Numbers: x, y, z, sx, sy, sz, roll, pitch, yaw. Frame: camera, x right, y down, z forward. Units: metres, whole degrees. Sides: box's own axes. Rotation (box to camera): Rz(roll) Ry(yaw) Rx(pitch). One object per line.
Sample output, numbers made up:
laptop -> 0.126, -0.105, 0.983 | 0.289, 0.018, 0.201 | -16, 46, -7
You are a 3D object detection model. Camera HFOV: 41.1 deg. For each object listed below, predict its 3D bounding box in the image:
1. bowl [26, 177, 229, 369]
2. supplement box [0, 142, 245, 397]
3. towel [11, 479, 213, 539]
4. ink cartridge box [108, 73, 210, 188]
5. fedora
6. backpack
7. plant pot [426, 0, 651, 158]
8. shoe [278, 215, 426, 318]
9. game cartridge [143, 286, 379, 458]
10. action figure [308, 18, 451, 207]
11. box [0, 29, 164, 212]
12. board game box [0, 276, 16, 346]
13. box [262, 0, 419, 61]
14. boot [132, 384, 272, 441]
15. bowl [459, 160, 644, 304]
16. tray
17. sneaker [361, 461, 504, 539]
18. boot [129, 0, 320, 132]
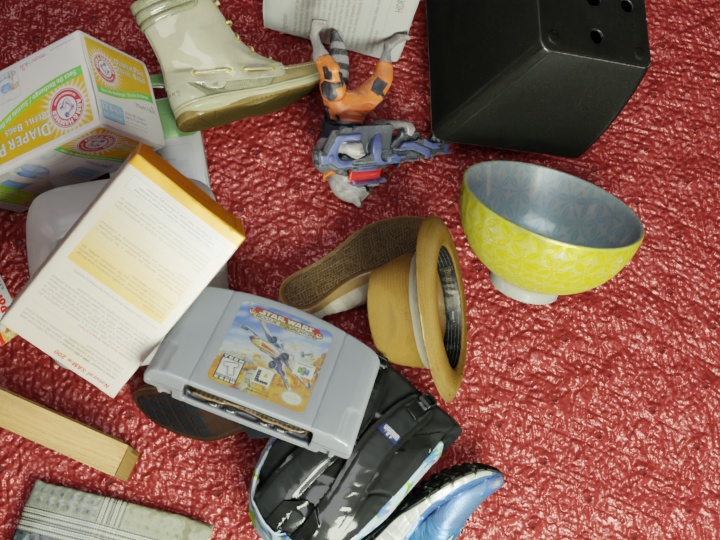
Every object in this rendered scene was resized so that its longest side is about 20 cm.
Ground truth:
bowl -> -0.235, 0.010, 0.970 | 0.200, 0.075, 0.200 | -6, 107, -7
supplement box -> -0.218, -0.001, 0.892 | 0.126, 0.074, 0.200 | 39, 96, -18
towel -> -0.264, 0.326, 0.962 | 0.200, 0.035, 0.193 | 15, 72, 1
ink cartridge box -> -0.220, -0.111, 1.054 | 0.104, 0.059, 0.200 | -10, 77, -7
fedora -> 0.057, 0.041, 0.988 | 0.082, 0.201, 0.201 | -5, 76, 16
backpack -> -0.024, 0.198, 0.966 | 0.163, 0.154, 0.200 | 37, 54, 2
plant pot -> 0.203, -0.254, 1.045 | 0.200, 0.177, 0.200 | 5, 76, -23
shoe -> 0.000, 0.000, 1.057 | 0.200, 0.053, 0.070 | -26, 59, -15
game cartridge -> -0.086, 0.088, 0.905 | 0.200, 0.042, 0.133 | 20, 48, 0
action figure -> 0.007, -0.168, 1.072 | 0.200, 0.105, 0.194 | 0, 99, -43
box -> -0.320, -0.147, 0.986 | 0.200, 0.112, 0.101 | -20, 77, 19
board game box -> -0.440, -0.008, 0.941 | 0.151, 0.046, 0.200 | -14, 106, 19
box -> -0.005, -0.376, 1.068 | 0.171, 0.200, 0.199 | 14, 76, -4
boot -> -0.137, 0.118, 0.987 | 0.200, 0.075, 0.097 | -1, 36, 31
bowl -> 0.192, -0.029, 1.038 | 0.200, 0.200, 0.108 | 13, 119, -2
tray -> -0.323, 0.153, 0.959 | 0.200, 0.099, 0.037 | 24, 74, 1
sneaker -> 0.072, 0.275, 0.987 | 0.200, 0.079, 0.089 | -39, 90, -5
boot -> -0.140, -0.246, 1.056 | 0.200, 0.072, 0.155 | -22, 85, -35
